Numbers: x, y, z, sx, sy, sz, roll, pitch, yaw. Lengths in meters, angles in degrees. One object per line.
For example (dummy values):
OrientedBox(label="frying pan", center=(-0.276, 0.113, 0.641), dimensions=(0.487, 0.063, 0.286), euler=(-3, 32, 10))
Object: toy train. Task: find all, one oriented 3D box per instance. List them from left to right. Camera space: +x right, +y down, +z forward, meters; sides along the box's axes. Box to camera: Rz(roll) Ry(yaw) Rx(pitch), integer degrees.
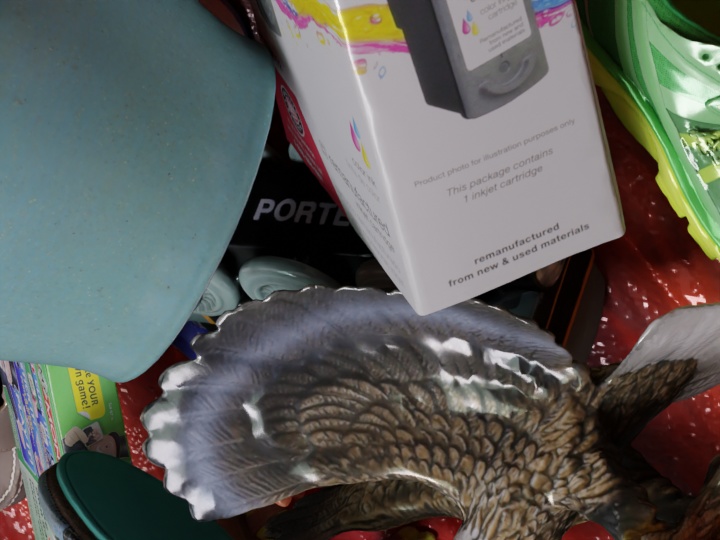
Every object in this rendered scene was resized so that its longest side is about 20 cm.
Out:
OrientedBox(label="toy train", center=(0.000, 0.000, 1.091), dimensions=(0.200, 0.085, 0.114), euler=(3, 151, 32))

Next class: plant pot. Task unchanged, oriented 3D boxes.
OrientedBox(label="plant pot", center=(-0.139, -0.055, 0.977), dimensions=(0.188, 0.200, 0.200), euler=(24, 142, -17))

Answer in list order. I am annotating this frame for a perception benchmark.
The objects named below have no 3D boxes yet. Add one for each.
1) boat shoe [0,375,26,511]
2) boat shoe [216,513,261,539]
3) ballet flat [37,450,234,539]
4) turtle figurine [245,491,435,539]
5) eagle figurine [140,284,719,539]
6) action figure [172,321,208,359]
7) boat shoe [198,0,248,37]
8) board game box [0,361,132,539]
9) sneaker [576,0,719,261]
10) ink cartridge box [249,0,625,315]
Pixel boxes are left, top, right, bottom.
OrientedBox(label="boat shoe", center=(-0.178, 0.044, 1.286), dimensions=(0.072, 0.060, 0.200), euler=(24, 137, 18))
OrientedBox(label="boat shoe", center=(-0.068, 0.139, 1.209), dimensions=(0.065, 0.200, 0.072), euler=(-20, 85, 3))
OrientedBox(label="ballet flat", center=(-0.059, 0.136, 1.035), dimensions=(0.200, 0.074, 0.074), euler=(30, 143, 42))
OrientedBox(label="turtle figurine", center=(0.016, 0.155, 1.164), dimensions=(0.200, 0.064, 0.161), euler=(39, -175, 17))
OrientedBox(label="eagle figurine", center=(0.041, 0.070, 0.996), dimensions=(0.200, 0.151, 0.152), euler=(22, 125, 30))
OrientedBox(label="action figure", center=(-0.025, 0.051, 1.180), dimensions=(0.200, 0.065, 0.052), euler=(25, 115, 17))
OrientedBox(label="boat shoe", center=(-0.146, -0.092, 1.130), dimensions=(0.200, 0.072, 0.072), euler=(6, 129, 32))
OrientedBox(label="board game box", center=(-0.116, 0.111, 1.179), dimensions=(0.135, 0.029, 0.201), euler=(-147, 45, -67))
OrientedBox(label="sneaker", center=(0.140, -0.057, 0.951), dimensions=(0.200, 0.074, 0.084), euler=(47, 143, -9))
OrientedBox(label="ink cartridge box", center=(0.010, -0.109, 0.942), dimensions=(0.148, 0.085, 0.200), euler=(-125, 14, -55))
